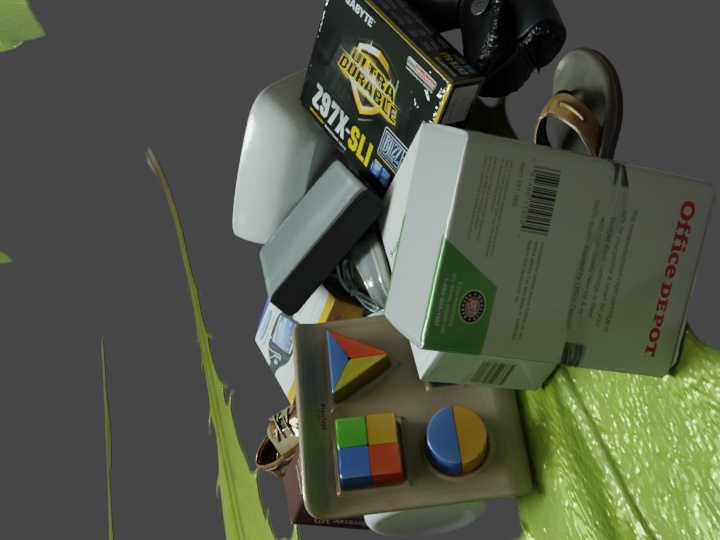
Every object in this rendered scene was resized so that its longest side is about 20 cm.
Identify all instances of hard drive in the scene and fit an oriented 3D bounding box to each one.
[{"bbox_3d":[-0.045,-0.040,1.010,0.140,0.033,0.200,-50,15,5],"label":"hard drive"}]

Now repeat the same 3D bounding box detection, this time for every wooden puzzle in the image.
[{"bbox_3d":[0.042,0.115,0.877,0.046,0.198,0.187,89,175,-60],"label":"wooden puzzle"}]

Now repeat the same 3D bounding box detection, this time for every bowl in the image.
[{"bbox_3d":[-0.057,-0.129,1.158,0.074,0.199,0.201,28,124,20],"label":"bowl"}]

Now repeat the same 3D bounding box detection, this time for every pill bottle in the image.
[{"bbox_3d":[0.052,0.143,0.955,0.116,0.115,0.202,130,142,-52],"label":"pill bottle"}]

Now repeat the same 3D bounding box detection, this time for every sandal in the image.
[{"bbox_3d":[0.169,-0.101,0.814,0.082,0.054,0.202,-33,43,60],"label":"sandal"}]

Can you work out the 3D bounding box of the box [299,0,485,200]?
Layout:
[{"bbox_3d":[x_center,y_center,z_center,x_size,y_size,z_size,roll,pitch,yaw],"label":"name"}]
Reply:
[{"bbox_3d":[0.023,-0.176,0.975,0.200,0.049,0.160,52,141,31],"label":"box"}]

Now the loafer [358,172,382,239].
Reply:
[{"bbox_3d":[0.031,-0.062,1.120,0.068,0.075,0.202,125,146,-58],"label":"loafer"}]

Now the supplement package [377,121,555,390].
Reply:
[{"bbox_3d":[0.105,-0.013,0.868,0.201,0.120,0.120,-103,30,-41],"label":"supplement package"}]

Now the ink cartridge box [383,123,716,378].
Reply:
[{"bbox_3d":[0.133,-0.013,0.704,0.084,0.198,0.147,-145,65,-68],"label":"ink cartridge box"}]

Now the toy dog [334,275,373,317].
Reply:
[{"bbox_3d":[-0.015,0.066,1.179,0.133,0.096,0.200,-62,7,-14],"label":"toy dog"}]

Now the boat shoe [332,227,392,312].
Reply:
[{"bbox_3d":[-0.001,-0.002,0.990,0.075,0.064,0.202,59,178,-24],"label":"boat shoe"}]

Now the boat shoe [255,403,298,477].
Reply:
[{"bbox_3d":[-0.086,0.217,1.312,0.201,0.073,0.076,120,148,-42],"label":"boat shoe"}]

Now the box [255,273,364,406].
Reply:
[{"bbox_3d":[-0.062,0.056,1.074,0.120,0.041,0.200,-67,22,11],"label":"box"}]

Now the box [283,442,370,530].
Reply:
[{"bbox_3d":[-0.008,0.193,1.098,0.075,0.099,0.201,-106,32,-50],"label":"box"}]

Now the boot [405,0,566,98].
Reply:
[{"bbox_3d":[0.097,-0.236,0.960,0.199,0.076,0.169,-27,53,32],"label":"boot"}]
